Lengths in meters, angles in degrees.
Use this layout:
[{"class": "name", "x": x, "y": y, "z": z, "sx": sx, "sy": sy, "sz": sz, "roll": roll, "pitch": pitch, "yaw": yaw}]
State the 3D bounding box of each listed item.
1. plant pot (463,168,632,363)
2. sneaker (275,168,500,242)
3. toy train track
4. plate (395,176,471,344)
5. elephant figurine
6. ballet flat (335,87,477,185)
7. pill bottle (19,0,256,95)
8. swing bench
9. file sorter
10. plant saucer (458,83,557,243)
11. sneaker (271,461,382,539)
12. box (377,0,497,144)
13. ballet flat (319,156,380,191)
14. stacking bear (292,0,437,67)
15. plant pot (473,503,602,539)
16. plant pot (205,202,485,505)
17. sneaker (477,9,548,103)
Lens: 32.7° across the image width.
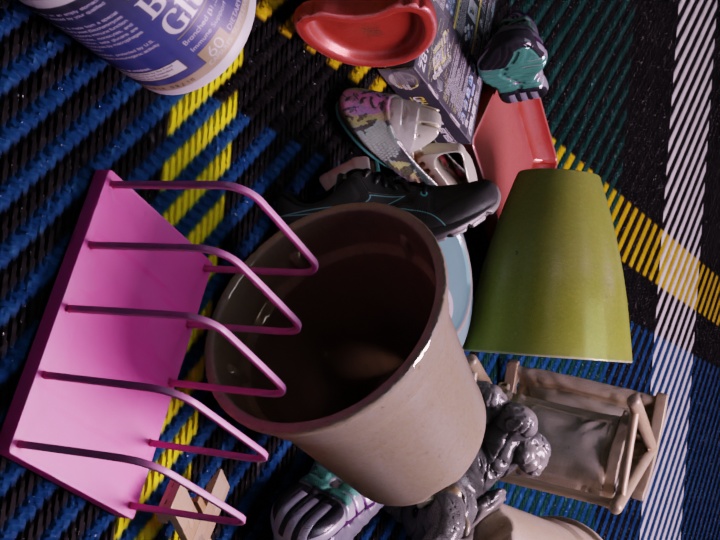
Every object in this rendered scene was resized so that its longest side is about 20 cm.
[{"class": "plant pot", "x": 0.211, "y": -0.006, "z": 1.358, "sx": 0.186, "sy": 0.185, "sz": 0.204, "roll": 10, "pitch": 83, "yaw": -61}, {"class": "sneaker", "x": 0.022, "y": -0.052, "z": 1.038, "sx": 0.075, "sy": 0.197, "sz": 0.081, "roll": -152, "pitch": -134, "yaw": -83}, {"class": "toy train track", "x": -0.123, "y": 0.231, "z": 0.937, "sx": 0.116, "sy": 0.032, "sz": 0.202, "roll": -70, "pitch": 153, "yaw": -43}, {"class": "plate", "x": 0.066, "y": 0.004, "z": 1.226, "sx": 0.199, "sy": 0.025, "sz": 0.204, "roll": 15, "pitch": 71, "yaw": -52}, {"class": "elephant figurine", "x": 0.081, "y": 0.211, "z": 1.189, "sx": 0.201, "sy": 0.140, "sz": 0.156, "roll": -57, "pitch": 142, "yaw": -18}, {"class": "ballet flat", "x": 0.061, "y": -0.112, "z": 1.161, "sx": 0.200, "sy": 0.070, "sz": 0.070, "roll": 43, "pitch": 45, "yaw": -34}, {"class": "pill bottle", "x": -0.159, "y": -0.198, "z": 0.758, "sx": 0.200, "sy": 0.110, "sz": 0.113, "roll": 32, "pitch": 64, "yaw": -58}, {"class": "swing bench", "x": 0.223, "y": 0.179, "z": 1.373, "sx": 0.199, "sy": 0.196, "sz": 0.132, "roll": 14, "pitch": 87, "yaw": -67}, {"class": "file sorter", "x": -0.123, "y": 0.055, "z": 0.824, "sx": 0.139, "sy": 0.124, "sz": 0.203, "roll": 47, "pitch": 51, "yaw": -52}, {"class": "plant saucer", "x": 0.171, "y": -0.138, "z": 1.449, "sx": 0.201, "sy": 0.036, "sz": 0.201, "roll": -63, "pitch": 142, "yaw": -38}, {"class": "sneaker", "x": -0.022, "y": 0.211, "z": 1.086, "sx": 0.199, "sy": 0.074, "sz": 0.089, "roll": -24, "pitch": 135, "yaw": -55}, {"class": "box", "x": 0.087, "y": -0.256, "z": 1.273, "sx": 0.161, "sy": 0.048, "sz": 0.203, "roll": 42, "pitch": 55, "yaw": -58}, {"class": "ballet flat", "x": 0.000, "y": 0.000, "z": 1.111, "sx": 0.069, "sy": 0.069, "sz": 0.203, "roll": -24, "pitch": 107, "yaw": -59}, {"class": "stacking bear", "x": 0.011, "y": -0.293, "z": 1.075, "sx": 0.114, "sy": 0.119, "sz": 0.203, "roll": 49, "pitch": 40, "yaw": -70}, {"class": "plant pot", "x": 0.149, "y": 0.329, "z": 1.304, "sx": 0.183, "sy": 0.198, "sz": 0.203, "roll": 38, "pitch": 58, "yaw": -42}, {"class": "plant pot", "x": 0.009, "y": 0.083, "z": 0.966, "sx": 0.184, "sy": 0.198, "sz": 0.203, "roll": 54, "pitch": 46, "yaw": -44}, {"class": "sneaker", "x": 0.159, "y": -0.243, "z": 1.307, "sx": 0.200, "sy": 0.073, "sz": 0.089, "roll": 36, "pitch": 47, "yaw": -78}]
